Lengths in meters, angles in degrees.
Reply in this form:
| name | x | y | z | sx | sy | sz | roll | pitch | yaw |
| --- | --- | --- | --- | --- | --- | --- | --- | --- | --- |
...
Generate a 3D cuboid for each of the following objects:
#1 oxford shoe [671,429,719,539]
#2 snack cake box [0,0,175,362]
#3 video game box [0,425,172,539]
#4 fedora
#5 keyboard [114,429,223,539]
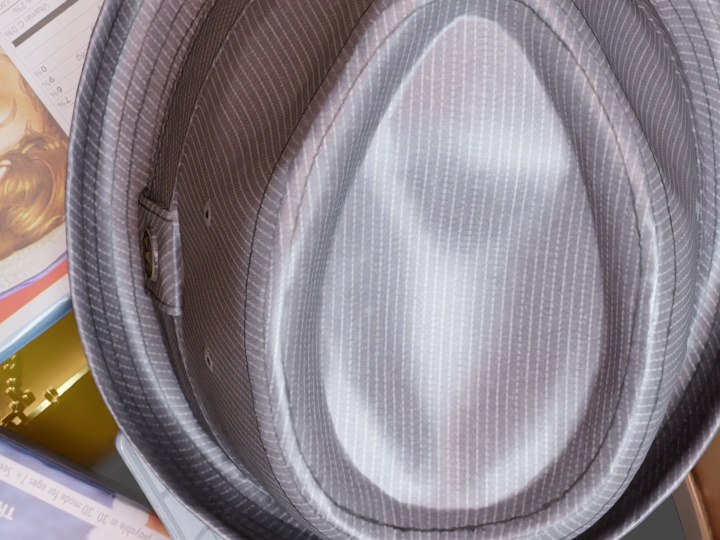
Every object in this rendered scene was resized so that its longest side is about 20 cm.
| name | x | y | z | sx | sy | sz | roll | pitch | yaw |
| --- | --- | --- | --- | --- | --- | --- | --- | --- | --- |
| oxford shoe | 0.116 | 0.043 | 0.777 | 0.071 | 0.071 | 0.201 | -16 | 78 | 17 |
| snack cake box | -0.100 | -0.040 | 0.708 | 0.200 | 0.067 | 0.115 | -37 | 91 | 1 |
| video game box | -0.115 | 0.141 | 0.787 | 0.200 | 0.047 | 0.183 | 26 | 88 | -1 |
| fedora | 0.019 | -0.011 | 0.634 | 0.176 | 0.090 | 0.201 | 8 | 98 | -6 |
| keyboard | 0.000 | 0.000 | 0.755 | 0.200 | 0.011 | 0.056 | -52 | 133 | -35 |
